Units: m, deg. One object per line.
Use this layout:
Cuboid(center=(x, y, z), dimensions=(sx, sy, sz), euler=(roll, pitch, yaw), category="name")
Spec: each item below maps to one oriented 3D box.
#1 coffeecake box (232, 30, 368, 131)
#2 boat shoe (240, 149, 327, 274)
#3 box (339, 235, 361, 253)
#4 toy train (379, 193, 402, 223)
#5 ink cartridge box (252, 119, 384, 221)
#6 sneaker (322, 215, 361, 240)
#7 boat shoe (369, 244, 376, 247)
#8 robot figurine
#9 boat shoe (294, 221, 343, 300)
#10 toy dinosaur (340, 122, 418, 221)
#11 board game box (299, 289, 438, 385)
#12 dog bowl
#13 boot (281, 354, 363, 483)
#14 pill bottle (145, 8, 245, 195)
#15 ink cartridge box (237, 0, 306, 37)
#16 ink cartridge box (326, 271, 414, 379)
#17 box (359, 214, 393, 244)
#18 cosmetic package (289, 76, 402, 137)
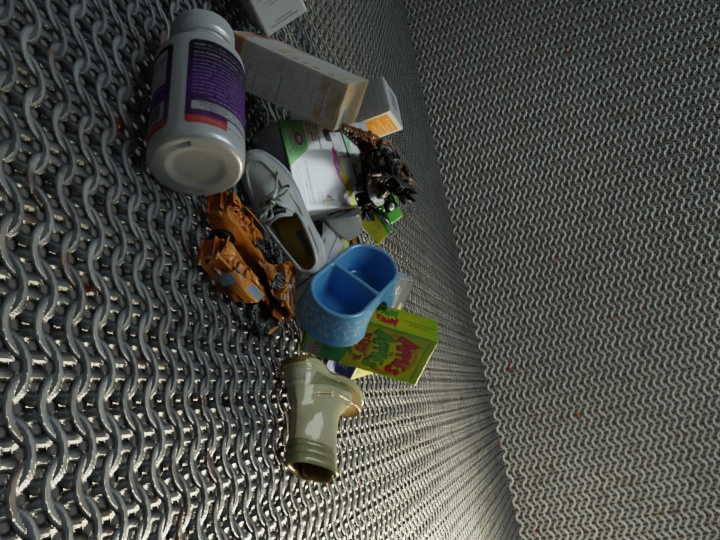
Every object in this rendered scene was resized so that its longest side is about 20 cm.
Cuboid(center=(-0.100, -0.297, 0.953), dimensions=(0.154, 0.195, 0.075), euler=(-55, 170, -67), category="coffeecake box")
Cuboid(center=(-0.117, -0.083, 0.870), dimensions=(0.206, 0.073, 0.086), euler=(62, 7, 0), category="boat shoe")
Cuboid(center=(-0.040, -0.025, 1.174), dimensions=(0.202, 0.049, 0.077), euler=(-79, 149, -54), category="box")
Cuboid(center=(0.029, -0.151, 1.217), dimensions=(0.057, 0.041, 0.200), euler=(60, -5, -34), category="toy train")
Cuboid(center=(-0.064, -0.163, 1.010), dimensions=(0.197, 0.083, 0.150), euler=(-12, 88, -45), category="ink cartridge box")
Cuboid(center=(-0.083, -0.135, 1.114), dimensions=(0.201, 0.075, 0.088), euler=(51, -12, -23), category="sneaker")
Cuboid(center=(0.000, 0.000, 1.092), dimensions=(0.200, 0.060, 0.077), euler=(-18, 88, -74), category="boat shoe")
Cuboid(center=(-0.141, -0.002, 0.807), dimensions=(0.201, 0.057, 0.149), euler=(55, 28, -50), category="robot figurine")
Cuboid(center=(-0.084, -0.021, 1.015), dimensions=(0.066, 0.073, 0.201), euler=(51, 21, -14), category="boat shoe")
Cuboid(center=(0.028, -0.164, 0.992), dimensions=(0.196, 0.102, 0.139), euler=(20, 51, -29), category="toy dinosaur")
Cuboid(center=(0.013, 0.102, 0.954), dimensions=(0.048, 0.194, 0.103), euler=(-82, -168, -53), category="board game box")
Cuboid(center=(-0.013, 0.028, 0.902), dimensions=(0.200, 0.110, 0.050), euler=(-42, 161, -47), category="dog bowl")
Cuboid(center=(-0.050, 0.228, 0.892), dimensions=(0.200, 0.071, 0.160), euler=(49, 30, -53), category="boot")
Cuboid(center=(-0.190, -0.203, 0.723), dimensions=(0.112, 0.108, 0.206), euler=(47, 33, -57), category="pill bottle")
Cuboid(center=(-0.178, -0.496, 0.967), dimensions=(0.202, 0.083, 0.147), euler=(61, -4, -36), category="ink cartridge box")
Cuboid(center=(0.023, 0.096, 1.103), dimensions=(0.202, 0.046, 0.199), euler=(-64, 165, 5), category="ink cartridge box")
Cuboid(center=(-0.024, -0.150, 1.187), dimensions=(0.200, 0.048, 0.117), euler=(47, 2, -20), category="box")
Cuboid(center=(-0.026, -0.288, 1.179), dimensions=(0.101, 0.194, 0.074), euler=(18, 57, -69), category="cosmetic package")
